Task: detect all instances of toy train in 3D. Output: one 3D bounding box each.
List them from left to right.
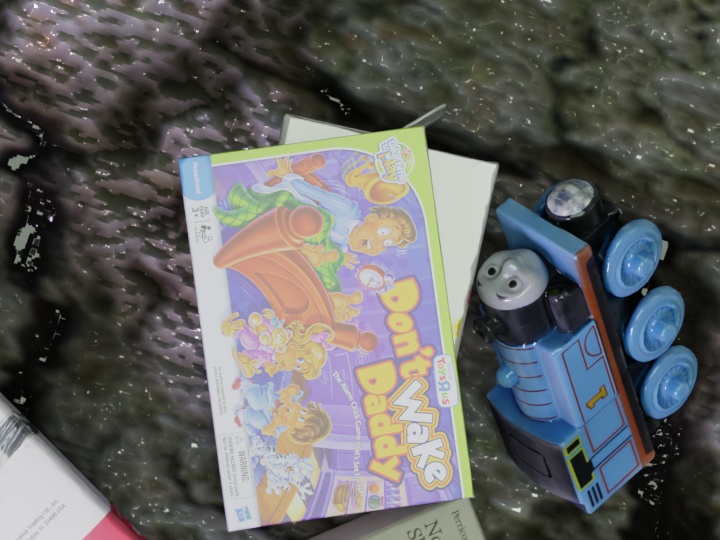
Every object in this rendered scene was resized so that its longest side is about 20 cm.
[{"bbox_3d":[0.123,0.040,1.605,0.114,0.087,0.200,-42,137,-20],"label":"toy train"}]

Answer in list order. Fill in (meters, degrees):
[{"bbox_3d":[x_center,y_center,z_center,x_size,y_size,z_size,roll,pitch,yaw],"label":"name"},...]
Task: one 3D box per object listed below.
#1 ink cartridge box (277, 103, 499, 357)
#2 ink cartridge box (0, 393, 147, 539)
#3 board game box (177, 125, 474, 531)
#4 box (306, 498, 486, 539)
[{"bbox_3d":[0.000,0.000,1.604,0.125,0.129,0.201,13,88,-1],"label":"ink cartridge box"},{"bbox_3d":[-0.232,0.144,1.600,0.145,0.084,0.200,-45,96,-5],"label":"ink cartridge box"},{"bbox_3d":[-0.018,0.030,1.516,0.134,0.045,0.201,-8,89,-1],"label":"board game box"},{"bbox_3d":[-0.019,0.198,1.636,0.199,0.068,0.082,-24,95,-6],"label":"box"}]
